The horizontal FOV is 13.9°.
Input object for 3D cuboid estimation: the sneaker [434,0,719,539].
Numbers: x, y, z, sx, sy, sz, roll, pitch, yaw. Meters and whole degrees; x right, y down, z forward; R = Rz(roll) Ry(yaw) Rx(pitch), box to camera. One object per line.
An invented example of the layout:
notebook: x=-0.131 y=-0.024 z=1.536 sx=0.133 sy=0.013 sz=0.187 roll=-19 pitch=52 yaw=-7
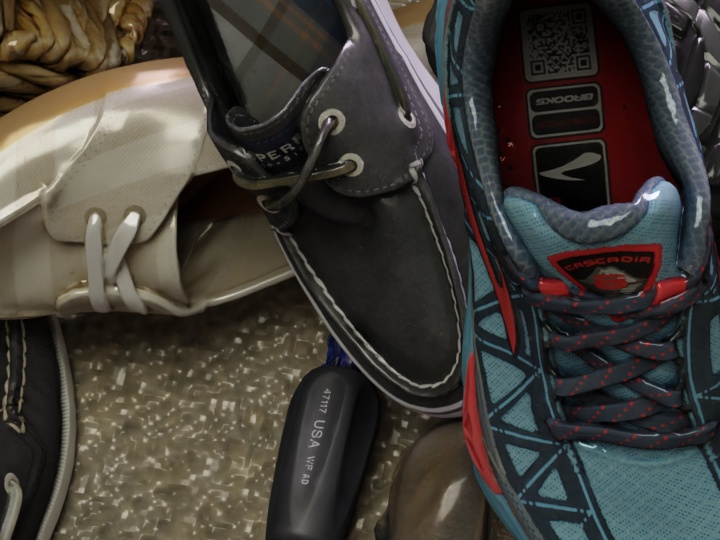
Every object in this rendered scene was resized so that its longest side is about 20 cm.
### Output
sneaker: x=0.055 y=0.002 z=0.752 sx=0.079 sy=0.096 sz=0.200 roll=-14 pitch=92 yaw=4

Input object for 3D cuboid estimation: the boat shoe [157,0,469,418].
boat shoe: x=-0.015 y=-0.049 z=0.808 sx=0.070 sy=0.066 sz=0.200 roll=-18 pitch=93 yaw=30

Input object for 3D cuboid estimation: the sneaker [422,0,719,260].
sneaker: x=0.108 y=-0.027 z=0.846 sx=0.200 sy=0.091 sz=0.076 roll=26 pitch=66 yaw=10

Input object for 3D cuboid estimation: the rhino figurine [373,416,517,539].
rhino figurine: x=0.098 y=0.077 z=0.821 sx=0.200 sy=0.060 sz=0.088 roll=-1 pitch=65 yaw=10

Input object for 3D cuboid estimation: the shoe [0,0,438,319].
shoe: x=-0.041 y=-0.027 z=0.874 sx=0.200 sy=0.070 sz=0.053 roll=-20 pitch=48 yaw=-8

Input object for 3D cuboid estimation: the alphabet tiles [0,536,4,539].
alphabet tiles: x=-0.209 y=0.071 z=0.794 sx=0.200 sy=0.008 sz=0.167 roll=45 pitch=60 yaw=-4

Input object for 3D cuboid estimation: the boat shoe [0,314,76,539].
boat shoe: x=-0.133 y=0.073 z=0.870 sx=0.074 sy=0.060 sz=0.200 roll=4 pitch=64 yaw=13

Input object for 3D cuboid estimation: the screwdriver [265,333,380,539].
screwdriver: x=0.000 y=0.000 z=0.907 sx=0.029 sy=0.028 sz=0.200 roll=-17 pitch=49 yaw=36

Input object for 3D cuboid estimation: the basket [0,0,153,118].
basket: x=-0.162 y=-0.103 z=0.953 sx=0.149 sy=0.143 sz=0.200 roll=-47 pitch=47 yaw=37
